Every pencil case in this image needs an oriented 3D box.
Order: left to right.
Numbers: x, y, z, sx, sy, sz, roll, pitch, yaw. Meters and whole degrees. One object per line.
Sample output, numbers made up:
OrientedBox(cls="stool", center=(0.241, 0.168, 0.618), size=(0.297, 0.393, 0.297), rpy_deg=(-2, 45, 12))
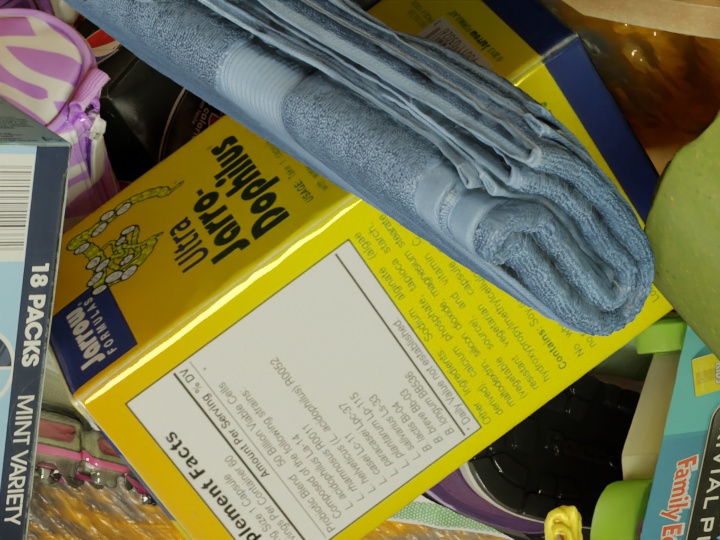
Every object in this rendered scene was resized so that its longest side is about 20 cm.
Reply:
OrientedBox(cls="pencil case", center=(-0.121, -0.016, 1.009), size=(0.085, 0.084, 0.201), rpy_deg=(5, 144, 15))

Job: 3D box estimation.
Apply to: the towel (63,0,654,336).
OrientedBox(cls="towel", center=(-0.005, -0.054, 0.737), size=(0.199, 0.049, 0.112), rpy_deg=(33, 178, 31))

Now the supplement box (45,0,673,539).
OrientedBox(cls="supplement box", center=(0.000, 0.000, 0.858), size=(0.109, 0.199, 0.110), rpy_deg=(55, 179, -29))

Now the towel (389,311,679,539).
OrientedBox(cls="towel", center=(0.064, 0.064, 1.024), size=(0.148, 0.031, 0.200), rpy_deg=(8, 153, -5))

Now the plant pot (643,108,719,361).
OrientedBox(cls="plant pot", center=(0.187, 0.009, 0.712), size=(0.190, 0.200, 0.201), rpy_deg=(42, 156, 22))

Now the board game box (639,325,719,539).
OrientedBox(cls="board game box", center=(0.144, 0.119, 0.808), size=(0.047, 0.201, 0.151), rpy_deg=(-10, 138, 35))

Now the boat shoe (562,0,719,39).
OrientedBox(cls="boat shoe", center=(0.057, -0.119, 0.788), size=(0.199, 0.070, 0.071), rpy_deg=(13, 106, 36))

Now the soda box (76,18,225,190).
OrientedBox(cls="soda box", center=(-0.056, -0.021, 1.074), size=(0.070, 0.063, 0.200), rpy_deg=(4, 138, 47))

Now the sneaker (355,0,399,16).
OrientedBox(cls="sneaker", center=(-0.019, -0.059, 0.959), size=(0.067, 0.108, 0.203), rpy_deg=(4, 120, -12))

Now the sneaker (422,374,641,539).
OrientedBox(cls="sneaker", center=(0.109, 0.087, 0.983), size=(0.199, 0.076, 0.087), rpy_deg=(24, 161, -20))

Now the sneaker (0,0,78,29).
OrientedBox(cls="sneaker", center=(-0.163, -0.086, 1.085), size=(0.080, 0.084, 0.201), rpy_deg=(15, 144, 38))

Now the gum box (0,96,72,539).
OrientedBox(cls="gum box", center=(-0.168, 0.011, 0.889), size=(0.200, 0.044, 0.171), rpy_deg=(33, 119, 55))

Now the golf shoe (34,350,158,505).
OrientedBox(cls="golf shoe", center=(-0.072, 0.046, 0.974), size=(0.072, 0.093, 0.199), rpy_deg=(-5, 164, 44))

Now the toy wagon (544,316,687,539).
OrientedBox(cls="toy wagon", center=(0.126, 0.092, 0.869), size=(0.039, 0.199, 0.157), rpy_deg=(-7, 88, 31))
